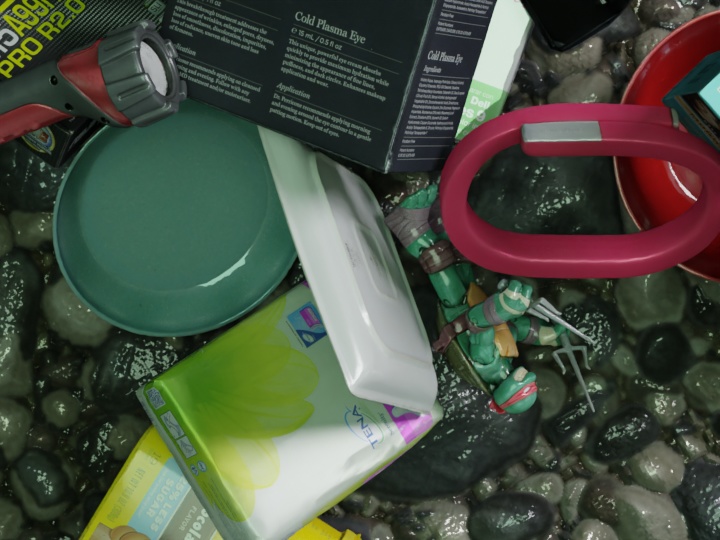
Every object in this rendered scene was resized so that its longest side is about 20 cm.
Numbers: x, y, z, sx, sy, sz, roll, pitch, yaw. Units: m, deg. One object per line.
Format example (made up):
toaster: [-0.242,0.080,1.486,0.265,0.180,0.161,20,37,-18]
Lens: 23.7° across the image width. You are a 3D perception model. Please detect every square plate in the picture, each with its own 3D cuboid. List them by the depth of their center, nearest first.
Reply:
square plate: [0.000,0.000,1.220,0.028,0.198,0.201,-23,75,13]

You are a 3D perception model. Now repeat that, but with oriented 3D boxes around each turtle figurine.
turtle figurine: [0.098,0.033,1.280,0.100,0.150,0.201,-33,79,2]

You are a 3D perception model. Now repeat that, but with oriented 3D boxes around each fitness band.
fitness band: [0.153,-0.052,1.171,0.198,0.144,0.038,2,50,-3]

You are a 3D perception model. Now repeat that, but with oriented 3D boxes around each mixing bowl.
mixing bowl: [0.283,-0.094,1.272,0.198,0.108,0.202,0,96,4]

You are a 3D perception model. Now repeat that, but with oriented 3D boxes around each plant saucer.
plant saucer: [-0.139,-0.045,1.309,0.198,0.036,0.202,-9,119,-16]

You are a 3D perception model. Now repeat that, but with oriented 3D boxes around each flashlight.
flashlight: [-0.216,-0.104,1.156,0.199,0.068,0.068,-21,57,21]

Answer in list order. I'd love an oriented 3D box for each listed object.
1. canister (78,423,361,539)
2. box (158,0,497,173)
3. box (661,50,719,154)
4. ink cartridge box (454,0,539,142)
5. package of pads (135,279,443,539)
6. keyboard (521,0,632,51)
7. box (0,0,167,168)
canister: [-0.111,0.227,1.339,0.199,0.087,0.149,32,96,2]
box: [-0.019,-0.183,1.155,0.199,0.104,0.184,23,104,23]
box: [0.251,-0.100,1.120,0.049,0.200,0.082,-42,90,6]
ink cartridge box: [0.088,-0.196,1.259,0.087,0.145,0.202,18,96,2]
package of pads: [-0.049,0.104,1.291,0.199,0.068,0.155,-32,91,-28]
keyboard: [0.127,-0.259,1.168,0.104,0.040,0.201,-29,94,29]
box: [-0.229,-0.188,1.268,0.160,0.200,0.044,36,138,0]
